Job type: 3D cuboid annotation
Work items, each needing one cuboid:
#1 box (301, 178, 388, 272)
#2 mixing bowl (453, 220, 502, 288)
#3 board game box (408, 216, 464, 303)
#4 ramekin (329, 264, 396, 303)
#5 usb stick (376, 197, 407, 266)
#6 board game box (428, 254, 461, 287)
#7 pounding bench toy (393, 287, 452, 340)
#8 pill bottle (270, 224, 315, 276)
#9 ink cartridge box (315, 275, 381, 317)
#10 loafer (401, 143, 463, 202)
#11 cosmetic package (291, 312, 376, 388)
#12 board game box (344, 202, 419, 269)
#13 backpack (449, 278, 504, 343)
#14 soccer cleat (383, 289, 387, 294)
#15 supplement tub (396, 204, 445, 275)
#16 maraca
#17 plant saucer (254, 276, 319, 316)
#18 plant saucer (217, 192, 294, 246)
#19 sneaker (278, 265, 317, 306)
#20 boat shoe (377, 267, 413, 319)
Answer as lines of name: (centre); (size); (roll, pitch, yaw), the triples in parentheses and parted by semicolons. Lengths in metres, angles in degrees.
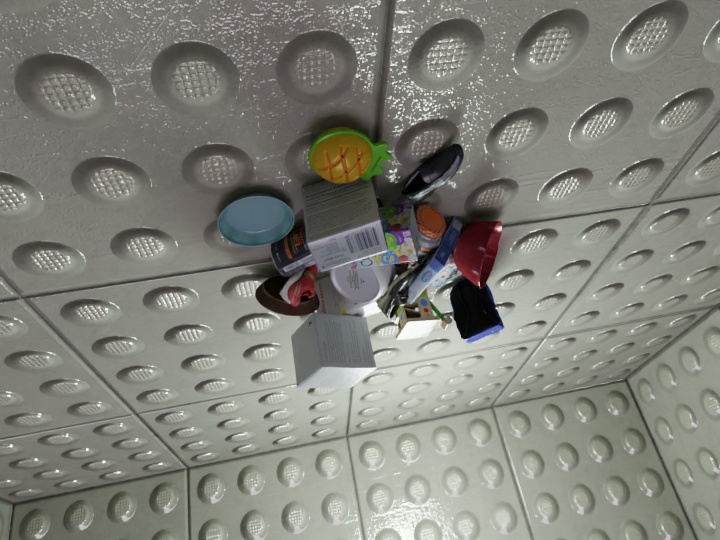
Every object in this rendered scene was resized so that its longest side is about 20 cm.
box: (-0.040, -0.125, 1.282); (0.177, 0.205, 0.107); (-16, 137, 6)
mixing bowl: (0.341, -0.061, 1.596); (0.105, 0.205, 0.202); (17, 158, 22)
board game box: (0.214, -0.029, 1.574); (0.043, 0.202, 0.200); (34, 138, -1)
ramekin: (0.000, 0.000, 1.519); (0.195, 0.095, 0.208); (13, 131, 15)
usb stick: (0.072, -0.102, 1.442); (0.054, 0.033, 0.204); (-19, 113, 26)
board game box: (0.271, 0.004, 1.746); (0.122, 0.036, 0.199); (-1, 157, -34)
pounding bench toy: (0.211, 0.133, 1.851); (0.192, 0.161, 0.126); (-1, 147, -20)
pill bottle: (-0.137, -0.070, 1.438); (0.194, 0.110, 0.106); (-24, 148, 16)
ink cartridge box: (-0.040, 0.079, 1.677); (0.194, 0.150, 0.084); (-21, 150, 13)
loafer: (0.177, -0.239, 1.330); (0.068, 0.070, 0.200); (0, 151, -38)
cosmetic package: (-0.084, 0.245, 1.614); (0.194, 0.173, 0.166); (9, 146, -33)
board game box: (0.045, -0.087, 1.364); (0.192, 0.107, 0.105); (-8, 133, 16)
backpack: (0.404, 0.138, 1.900); (0.158, 0.207, 0.167); (-24, 158, 14)
soccer cleat: (0.097, 0.041, 1.727); (0.068, 0.089, 0.201); (6, 143, -29)
supplement tub: (0.153, -0.083, 1.517); (0.118, 0.126, 0.201); (3, 145, -26)
maraca: (-0.023, -0.252, 1.190); (0.193, 0.110, 0.138); (4, 145, -28)
plant saucer: (-0.212, 0.067, 1.572); (0.193, 0.201, 0.036); (3, 116, -25)
plant saucer: (-0.264, -0.134, 1.353); (0.192, 0.037, 0.203); (-11, 149, -7)
sneaker: (-0.157, 0.035, 1.536); (0.085, 0.201, 0.077); (46, 135, -4)
boat shoe: (0.111, 0.070, 1.539); (0.071, 0.067, 0.202); (-28, 161, -36)
